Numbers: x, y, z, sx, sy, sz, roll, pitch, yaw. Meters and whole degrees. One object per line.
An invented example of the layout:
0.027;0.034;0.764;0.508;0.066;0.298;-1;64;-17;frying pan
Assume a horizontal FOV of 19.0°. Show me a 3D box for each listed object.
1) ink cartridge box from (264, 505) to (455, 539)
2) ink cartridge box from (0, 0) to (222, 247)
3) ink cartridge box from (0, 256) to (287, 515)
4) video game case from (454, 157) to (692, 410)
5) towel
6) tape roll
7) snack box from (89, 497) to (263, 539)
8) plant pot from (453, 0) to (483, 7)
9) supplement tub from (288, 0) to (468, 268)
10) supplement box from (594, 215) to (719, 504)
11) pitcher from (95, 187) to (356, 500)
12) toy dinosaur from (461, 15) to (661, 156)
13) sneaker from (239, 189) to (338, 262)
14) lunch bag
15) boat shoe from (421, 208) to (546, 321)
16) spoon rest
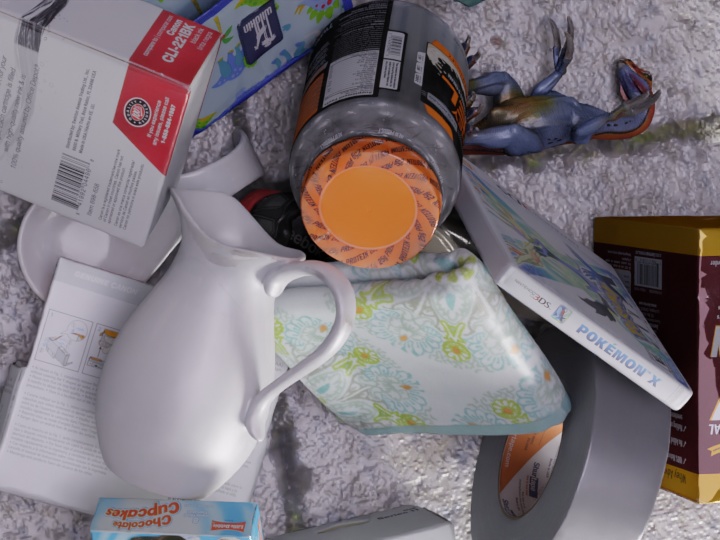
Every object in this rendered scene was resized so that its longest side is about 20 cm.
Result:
0.010;0.294;1.647;0.146;0.083;0.201;-12;96;-17;ink cartridge box
-0.214;-0.126;1.493;0.199;0.084;0.145;22;127;0;ink cartridge box
-0.163;0.100;1.600;0.199;0.044;0.175;18;86;-20;ink cartridge box
0.144;0.003;1.567;0.182;0.200;0.022;34;106;-25;video game case
0.034;0.058;1.567;0.171;0.199;0.048;51;45;-40;towel
0.155;0.145;1.624;0.066;0.200;0.201;19;87;-18;tape roll
-0.121;0.246;1.554;0.115;0.037;0.201;0;130;8;snack box
0.066;-0.292;1.581;0.200;0.201;0.162;26;98;-17;plant pot
0.014;-0.097;1.536;0.122;0.200;0.123;3;126;4;supplement tub
0.277;0.062;1.658;0.132;0.197;0.201;-1;94;-17;supplement box
-0.094;0.064;1.503;0.121;0.171;0.201;4;110;-53;pitcher
0.142;-0.127;1.689;0.181;0.200;0.105;16;50;-39;toy dinosaur
0.000;0.000;1.619;0.200;0.098;0.071;29;75;-18;sneaker
-0.112;-0.219;1.567;0.170;0.127;0.201;-38;118;-15;lunch bag
0.079;-0.028;1.667;0.199;0.067;0.057;31;64;-22;boat shoe
-0.159;-0.042;1.588;0.199;0.061;0.100;-30;103;-14;spoon rest
